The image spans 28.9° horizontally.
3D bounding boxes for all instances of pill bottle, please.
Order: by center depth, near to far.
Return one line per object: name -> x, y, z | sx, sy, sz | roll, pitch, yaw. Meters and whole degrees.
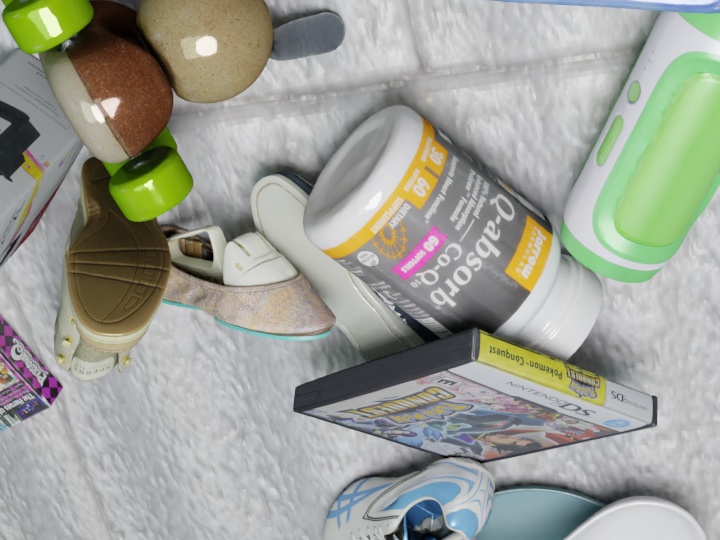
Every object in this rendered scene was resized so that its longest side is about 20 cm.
pill bottle -> 0.067, -0.015, 0.978 | 0.200, 0.116, 0.116 | 36, 123, -20

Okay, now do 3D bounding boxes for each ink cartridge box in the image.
ink cartridge box -> -0.284, -0.048, 1.007 | 0.083, 0.200, 0.146 | 34, 123, -7

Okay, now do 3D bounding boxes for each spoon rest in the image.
spoon rest -> 0.174, 0.226, 1.106 | 0.200, 0.061, 0.100 | -9, 118, 20

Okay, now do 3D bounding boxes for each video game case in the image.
video game case -> 0.081, 0.098, 1.017 | 0.181, 0.026, 0.200 | 21, 153, -33
video game case -> -0.387, 0.080, 1.211 | 0.200, 0.036, 0.181 | -27, 110, 27

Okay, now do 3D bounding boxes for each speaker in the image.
speaker -> 0.205, -0.091, 0.921 | 0.088, 0.088, 0.200 | 23, 123, 0

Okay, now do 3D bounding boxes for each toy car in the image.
toy car -> -0.118, -0.162, 0.961 | 0.200, 0.158, 0.164 | -30, 116, -2

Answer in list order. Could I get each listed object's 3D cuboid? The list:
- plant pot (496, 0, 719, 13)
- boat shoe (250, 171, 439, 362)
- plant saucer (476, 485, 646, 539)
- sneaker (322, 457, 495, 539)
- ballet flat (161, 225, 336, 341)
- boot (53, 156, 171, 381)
plant pot -> 0.124, -0.270, 0.776 | 0.200, 0.180, 0.200 | 7, 121, 11
boat shoe -> 0.000, 0.000, 1.042 | 0.200, 0.062, 0.075 | 46, 137, -4
plant saucer -> 0.156, 0.255, 1.180 | 0.200, 0.027, 0.201 | 7, 122, 11
sneaker -> 0.029, 0.208, 1.146 | 0.072, 0.073, 0.200 | 44, 138, -14
ballet flat -> -0.097, 0.003, 1.033 | 0.200, 0.068, 0.067 | 12, 112, 43
boot -> -0.190, 0.029, 1.037 | 0.072, 0.200, 0.155 | 7, 126, -16
